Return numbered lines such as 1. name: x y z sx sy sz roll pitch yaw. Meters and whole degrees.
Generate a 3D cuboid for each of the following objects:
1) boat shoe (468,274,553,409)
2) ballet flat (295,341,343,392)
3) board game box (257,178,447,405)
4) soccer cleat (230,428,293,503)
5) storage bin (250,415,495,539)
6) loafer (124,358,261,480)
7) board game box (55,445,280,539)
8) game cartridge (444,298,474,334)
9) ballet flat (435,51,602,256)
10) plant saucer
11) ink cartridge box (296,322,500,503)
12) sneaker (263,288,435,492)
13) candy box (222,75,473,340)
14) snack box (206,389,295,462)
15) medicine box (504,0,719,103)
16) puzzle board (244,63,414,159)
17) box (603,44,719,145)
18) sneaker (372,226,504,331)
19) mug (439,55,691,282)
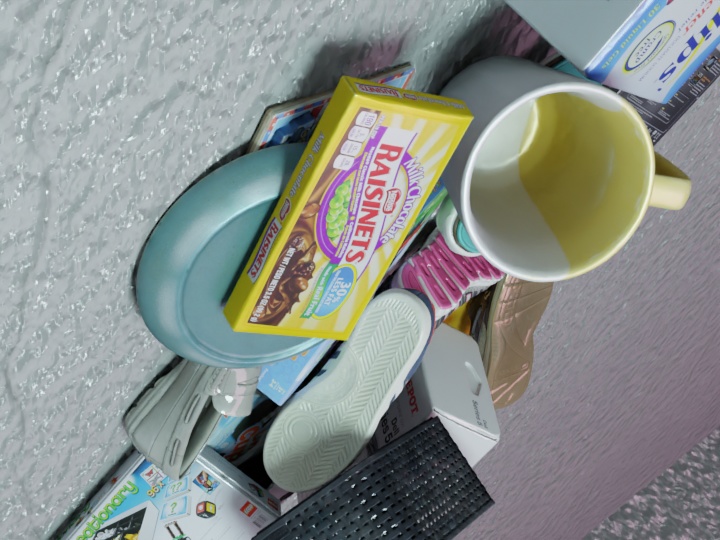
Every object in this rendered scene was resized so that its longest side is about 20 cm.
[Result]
1. boat shoe: 0.137 0.041 1.648 0.071 0.065 0.201 -18 131 -29
2. ballet flat: -0.024 0.068 1.500 0.066 0.057 0.200 -15 179 25
3. board game box: 0.000 0.000 1.362 0.200 0.037 0.151 -54 176 31
4. soccer cleat: -0.123 0.217 1.488 0.200 0.069 0.085 -46 153 -2
5. storage bin: 0.011 0.208 1.407 0.135 0.094 0.200 -37 172 22
6. loafer: -0.104 0.082 1.327 0.200 0.070 0.070 -49 164 26
7. board game box: -0.177 0.233 1.438 0.200 0.126 0.035 -47 -165 14
8. game cartridge: 0.101 0.029 1.694 0.199 0.032 0.177 -18 149 -45
9. ballet flat: 0.123 -0.104 1.396 0.201 0.069 0.069 -56 161 -2
10. plant saucer: -0.060 -0.001 1.204 0.199 0.027 0.201 -17 135 -17
11. ink cartridge box: 0.028 0.156 1.595 0.084 0.146 0.200 27 120 -28
12. sneaker: -0.002 0.097 1.391 0.200 0.075 0.084 -51 173 18
13. candy box: -0.010 -0.037 1.161 0.102 0.026 0.201 5 127 -37
14. snack box: -0.141 0.167 1.494 0.200 0.037 0.116 -48 160 14
15. medicine box: 0.226 -0.233 1.275 0.182 0.103 0.200 -49 159 18
16. puzzle board: -0.046 -0.058 1.244 0.150 0.017 0.201 -23 153 -43
17. box: 0.274 -0.194 1.531 0.159 0.048 0.200 -48 160 14
18. sneaker: 0.060 0.014 1.504 0.087 0.074 0.200 -41 178 30
19. mug: 0.132 -0.079 1.281 0.149 0.153 0.186 -46 118 5
